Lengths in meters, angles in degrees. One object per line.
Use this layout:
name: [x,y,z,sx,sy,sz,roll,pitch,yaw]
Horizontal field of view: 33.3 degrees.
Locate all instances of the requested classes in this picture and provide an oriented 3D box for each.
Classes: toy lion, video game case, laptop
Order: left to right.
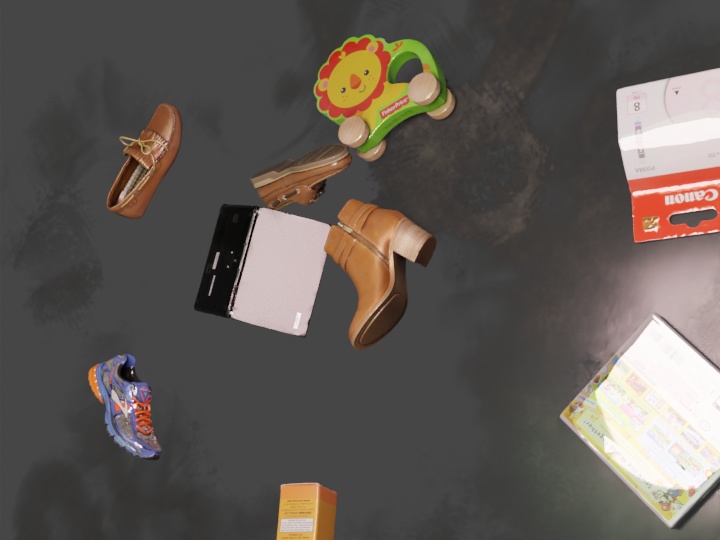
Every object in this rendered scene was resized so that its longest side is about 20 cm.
laptop: [-0.153,-0.003,1.860,0.200,0.103,0.177,7,81,58]
toy lion: [0.025,-0.276,1.793,0.200,0.069,0.192,-29,58,22]
video game case: [0.375,0.183,1.491,0.182,0.023,0.200,-50,60,11]

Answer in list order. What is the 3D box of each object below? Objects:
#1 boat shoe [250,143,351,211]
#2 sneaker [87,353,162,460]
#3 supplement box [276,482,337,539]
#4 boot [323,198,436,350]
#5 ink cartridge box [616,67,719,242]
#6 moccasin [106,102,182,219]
boat shoe: [-0.077,-0.137,1.798,0.200,0.072,0.068,-11,111,48]
sneaker: [-0.362,0.212,1.899,0.078,0.075,0.200,-40,63,13]
supplement box: [-0.079,0.400,1.666,0.069,0.067,0.200,-8,65,23]
boot: [0.000,0.000,1.725,0.155,0.077,0.200,28,91,31]
ink cartridge box: [0.413,-0.148,1.532,0.162,0.057,0.200,-8,70,29]
moccasin: [-0.359,-0.184,1.985,0.074,0.078,0.202,36,98,32]
